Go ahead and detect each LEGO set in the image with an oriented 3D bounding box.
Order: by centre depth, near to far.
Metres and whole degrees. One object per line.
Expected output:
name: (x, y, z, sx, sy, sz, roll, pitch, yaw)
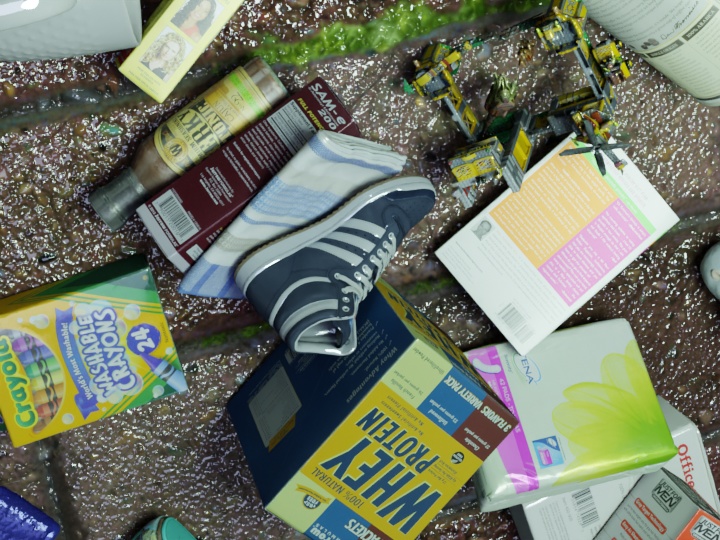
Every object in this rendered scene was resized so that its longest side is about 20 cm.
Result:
LEGO set: (0.135, -0.142, 1.161, 0.199, 0.116, 0.154, -9, 125, 26)

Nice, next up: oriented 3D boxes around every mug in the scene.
mug: (-0.271, -0.228, 1.021, 0.174, 0.200, 0.148, -9, 119, -2)

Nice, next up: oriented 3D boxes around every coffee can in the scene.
coffee can: (0.284, -0.263, 1.185, 0.199, 0.146, 0.147, 32, 97, -22)

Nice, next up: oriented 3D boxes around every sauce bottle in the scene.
sauce bottle: (-0.151, -0.109, 1.162, 0.200, 0.065, 0.065, -39, 112, -1)

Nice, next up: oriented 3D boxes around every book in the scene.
book: (0.188, -0.032, 1.261, 0.200, 0.048, 0.134, -40, 88, 2)

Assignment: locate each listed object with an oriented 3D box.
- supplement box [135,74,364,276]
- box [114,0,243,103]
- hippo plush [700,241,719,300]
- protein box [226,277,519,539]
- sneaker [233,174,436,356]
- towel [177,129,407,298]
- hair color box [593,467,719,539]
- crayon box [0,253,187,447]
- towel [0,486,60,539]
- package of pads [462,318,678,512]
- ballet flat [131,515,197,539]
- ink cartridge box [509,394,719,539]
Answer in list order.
supplement box: (-0.089, -0.074, 1.162, 0.200, 0.109, 0.061, -36, 70, -2)
box: (-0.130, -0.239, 1.122, 0.050, 0.075, 0.200, 37, 96, -20)
hippo plush: (0.443, 0.000, 1.336, 0.160, 0.159, 0.200, -35, 99, 31)
protein box: (0.003, 0.132, 1.200, 0.135, 0.200, 0.199, 39, 96, -25)
sneaker: (0.000, 0.000, 1.146, 0.199, 0.109, 0.070, -28, 148, -13)
towel: (-0.058, -0.043, 1.159, 0.200, 0.024, 0.147, -45, 157, 19)
hair color box: (0.271, 0.302, 1.294, 0.061, 0.102, 0.200, 32, 99, -22)
crayon box: (-0.271, 0.078, 1.195, 0.199, 0.052, 0.126, -18, 111, -8)
towel: (-0.401, 0.240, 1.217, 0.200, 0.050, 0.148, 41, 86, -22)
package of pads: (0.193, 0.138, 1.292, 0.199, 0.068, 0.155, -11, 65, -11)
ballet flat: (-0.156, 0.320, 1.303, 0.074, 0.074, 0.200, -39, 111, 0)
ink cartridge box: (0.263, 0.243, 1.372, 0.199, 0.083, 0.148, -24, 113, -7)
